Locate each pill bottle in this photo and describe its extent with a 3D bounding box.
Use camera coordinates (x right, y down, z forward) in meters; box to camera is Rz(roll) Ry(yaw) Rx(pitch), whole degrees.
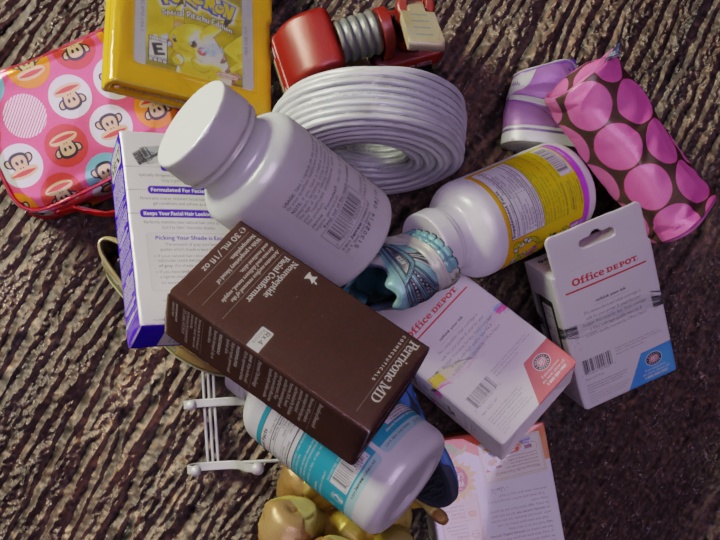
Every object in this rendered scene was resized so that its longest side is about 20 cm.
[{"bbox_3d":[0.143,-0.057,0.909,0.200,0.104,0.104,-24,87,-29],"label":"pill bottle"},{"bbox_3d":[-0.077,-0.077,0.794,0.200,0.114,0.114,35,80,-32],"label":"pill bottle"},{"bbox_3d":[-0.030,0.139,0.805,0.200,0.111,0.111,36,80,21],"label":"pill bottle"}]

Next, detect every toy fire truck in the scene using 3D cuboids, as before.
[{"bbox_3d":[0.008,-0.225,0.883,0.176,0.200,0.129,-16,79,-9],"label":"toy fire truck"}]

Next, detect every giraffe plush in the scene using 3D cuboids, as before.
[{"bbox_3d":[-0.026,0.283,0.854,0.172,0.200,0.162,33,114,15],"label":"giraffe plush"}]

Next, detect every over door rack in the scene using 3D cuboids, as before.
[{"bbox_3d":[-0.084,0.132,0.908,0.200,0.067,0.148,-3,85,-7],"label":"over door rack"}]

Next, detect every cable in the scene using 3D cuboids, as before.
[{"bbox_3d":[0.008,-0.136,0.879,0.200,0.200,0.069,3,75,-7],"label":"cable"}]

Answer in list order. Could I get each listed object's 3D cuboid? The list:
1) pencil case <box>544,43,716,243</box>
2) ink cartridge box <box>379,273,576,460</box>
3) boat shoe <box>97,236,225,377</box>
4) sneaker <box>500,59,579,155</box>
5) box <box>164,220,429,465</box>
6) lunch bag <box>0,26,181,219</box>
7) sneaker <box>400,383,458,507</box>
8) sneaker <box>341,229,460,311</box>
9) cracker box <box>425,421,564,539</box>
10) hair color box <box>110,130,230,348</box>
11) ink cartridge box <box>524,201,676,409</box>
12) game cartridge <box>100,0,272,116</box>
[{"bbox_3d":[0.284,-0.128,0.903,0.094,0.091,0.200,-41,98,-34],"label":"pencil case"},{"bbox_3d":[0.108,0.084,0.914,0.200,0.068,0.116,40,76,22],"label":"ink cartridge box"},{"bbox_3d":[-0.191,0.034,0.866,0.200,0.076,0.072,33,77,20],"label":"boat shoe"},{"bbox_3d":[0.263,-0.180,0.983,0.200,0.073,0.114,10,80,-6],"label":"sneaker"},{"bbox_3d":[-0.055,0.059,0.732,0.200,0.075,0.100,34,55,8],"label":"box"},{"bbox_3d":[-0.278,-0.141,0.904,0.200,0.082,0.176,-24,88,-10],"label":"lunch bag"},{"bbox_3d":[0.041,0.139,0.873,0.200,0.066,0.078,52,37,10],"label":"sneaker"},{"bbox_3d":[0.000,0.000,0.867,0.086,0.200,0.078,-37,112,-31],"label":"sneaker"},{"bbox_3d":[0.140,0.268,0.927,0.134,0.058,0.200,-8,84,-7],"label":"cracker box"},{"bbox_3d":[-0.170,-0.031,0.828,0.109,0.065,0.200,0,67,-26],"label":"hair color box"},{"bbox_3d":[0.250,0.030,0.925,0.116,0.068,0.200,-22,111,-10],"label":"ink cartridge box"},{"bbox_3d":[-0.174,-0.260,0.906,0.176,0.032,0.200,8,72,-32],"label":"game cartridge"}]
